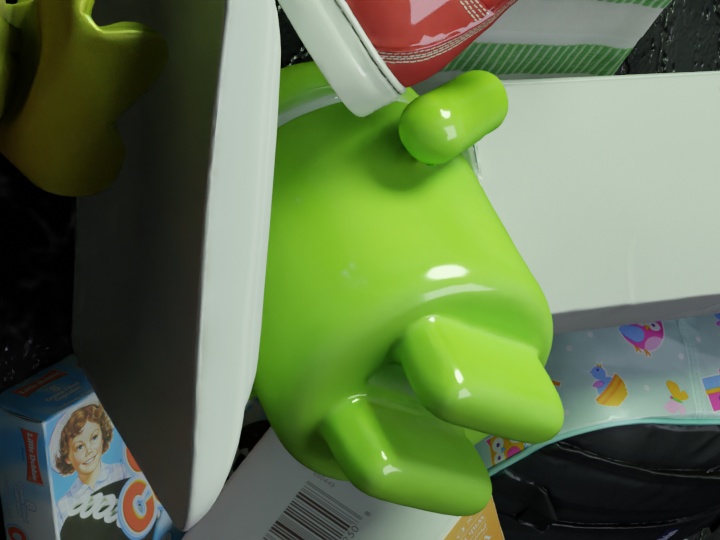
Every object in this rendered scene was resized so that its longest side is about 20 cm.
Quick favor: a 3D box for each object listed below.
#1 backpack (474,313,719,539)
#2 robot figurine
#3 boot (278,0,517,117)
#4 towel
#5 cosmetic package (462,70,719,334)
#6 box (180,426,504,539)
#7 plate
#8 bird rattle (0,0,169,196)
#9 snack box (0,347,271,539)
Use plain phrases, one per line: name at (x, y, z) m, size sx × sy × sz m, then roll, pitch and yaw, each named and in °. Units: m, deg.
backpack at (0.116, 0.066, 0.962) m, size 0.199 × 0.176 × 0.154 m, roll -5°, pitch 67°, yaw -36°
robot figurine at (0.000, 0.000, 0.733) m, size 0.115 × 0.201 × 0.176 m, roll 16°, pitch 125°, yaw -42°
boot at (0.005, -0.171, 0.633) m, size 0.144 × 0.073 × 0.200 m, roll -33°, pitch 112°, yaw 9°
towel at (0.068, -0.103, 0.828) m, size 0.151 × 0.024 × 0.200 m, roll -4°, pitch 148°, yaw -30°
cosmetic package at (0.115, -0.029, 0.843) m, size 0.198 × 0.090 × 0.108 m, roll -4°, pitch 80°, yaw -26°
box at (-0.002, 0.159, 0.858) m, size 0.125 × 0.097 × 0.200 m, roll -51°, pitch 154°, yaw -17°
plate at (-0.067, -0.037, 0.662) m, size 0.032 × 0.200 × 0.201 m, roll 0°, pitch 106°, yaw -20°
bird rattle at (-0.174, -0.060, 0.603) m, size 0.199 × 0.112 × 0.164 m, roll -34°, pitch 113°, yaw -17°
snack box at (-0.074, 0.072, 0.822) m, size 0.200 × 0.037 × 0.117 m, roll -31°, pitch 127°, yaw -45°
